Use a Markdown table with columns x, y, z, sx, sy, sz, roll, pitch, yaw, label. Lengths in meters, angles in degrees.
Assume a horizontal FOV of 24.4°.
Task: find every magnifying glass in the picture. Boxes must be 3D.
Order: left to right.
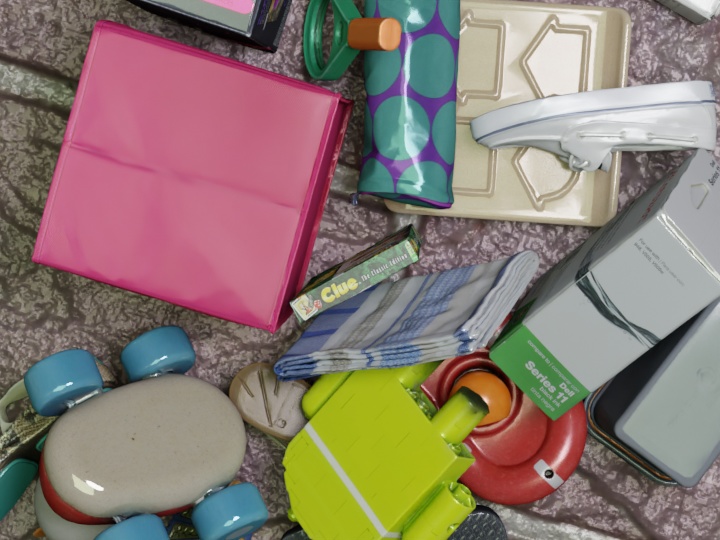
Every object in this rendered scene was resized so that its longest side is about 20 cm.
| x | y | z | sx | sy | sz | roll | pitch | yaw | label |
| --- | --- | --- | --- | --- | --- | --- | --- | --- | --- |
| -0.010 | -0.192 | 1.351 | 0.022 | 0.200 | 0.080 | 2 | 97 | -21 | magnifying glass |

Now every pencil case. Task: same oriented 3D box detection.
| x | y | z | sx | sy | sz | roll | pitch | yaw | label |
| --- | --- | --- | --- | --- | --- | --- | --- | --- | --- |
| 0.038 | -0.151 | 1.367 | 0.085 | 0.092 | 0.200 | 2 | 93 | -16 | pencil case |

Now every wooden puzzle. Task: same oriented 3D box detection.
| x | y | z | sx | sy | sz | roll | pitch | yaw | label |
| --- | --- | --- | --- | --- | --- | --- | --- | --- | --- |
| 0.124 | -0.136 | 1.422 | 0.200 | 0.046 | 0.186 | 4 | 94 | 8 | wooden puzzle |

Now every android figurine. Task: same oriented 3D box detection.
| x | y | z | sx | sy | sz | roll | pitch | yaw | label |
| --- | --- | --- | --- | --- | --- | --- | --- | --- | --- |
| 0.014 | 0.152 | 1.353 | 0.200 | 0.041 | 0.182 | -51 | 58 | 17 | android figurine |

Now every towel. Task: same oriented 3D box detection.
| x | y | z | sx | sy | sz | roll | pitch | yaw | label |
| --- | --- | --- | --- | --- | --- | --- | --- | --- | --- |
| 0.037 | 0.036 | 1.351 | 0.200 | 0.147 | 0.024 | -11 | 113 | 35 | towel |

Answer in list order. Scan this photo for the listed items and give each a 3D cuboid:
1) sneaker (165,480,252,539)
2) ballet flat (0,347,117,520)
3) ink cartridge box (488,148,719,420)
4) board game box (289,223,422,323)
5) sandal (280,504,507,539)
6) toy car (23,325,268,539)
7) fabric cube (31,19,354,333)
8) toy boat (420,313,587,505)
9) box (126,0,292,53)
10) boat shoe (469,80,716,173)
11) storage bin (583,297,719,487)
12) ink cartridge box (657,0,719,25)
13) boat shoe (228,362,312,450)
| x | y | z | sx | sy | sz | roll | pitch | yaw | label |
| --- | --- | --- | --- | --- | --- | --- | --- | --- | --- |
| -0.139 | 0.282 | 1.456 | 0.075 | 0.088 | 0.200 | 14 | 72 | 23 | sneaker |
| -0.300 | 0.148 | 1.462 | 0.075 | 0.068 | 0.200 | 43 | 90 | 21 | ballet flat |
| 0.215 | 0.010 | 1.335 | 0.083 | 0.147 | 0.200 | 46 | 126 | -2 | ink cartridge box |
| 0.000 | 0.000 | 1.358 | 0.105 | 0.200 | 0.023 | -31 | 93 | 4 | board game box |
| 0.027 | 0.246 | 1.458 | 0.200 | 0.043 | 0.076 | -3 | 101 | -6 | sandal |
| -0.205 | 0.179 | 1.416 | 0.177 | 0.200 | 0.185 | -14 | 69 | -34 | toy car |
| -0.129 | -0.078 | 1.363 | 0.199 | 0.196 | 0.200 | 16 | 94 | 3 | fabric cube |
| 0.101 | 0.107 | 1.394 | 0.131 | 0.131 | 0.200 | -43 | 90 | 5 | toy boat |
| -0.118 | -0.247 | 1.349 | 0.122 | 0.200 | 0.106 | 18 | 94 | 3 | box |
| 0.190 | -0.111 | 1.355 | 0.200 | 0.074 | 0.065 | -7 | 88 | 9 | boat shoe |
| 0.288 | 0.093 | 1.381 | 0.145 | 0.134 | 0.200 | 37 | 96 | 1 | storage bin |
| 0.241 | -0.315 | 1.381 | 0.200 | 0.085 | 0.146 | 31 | 95 | 3 | ink cartridge box |
| -0.024 | 0.143 | 1.446 | 0.200 | 0.063 | 0.073 | 35 | 80 | -3 | boat shoe |
